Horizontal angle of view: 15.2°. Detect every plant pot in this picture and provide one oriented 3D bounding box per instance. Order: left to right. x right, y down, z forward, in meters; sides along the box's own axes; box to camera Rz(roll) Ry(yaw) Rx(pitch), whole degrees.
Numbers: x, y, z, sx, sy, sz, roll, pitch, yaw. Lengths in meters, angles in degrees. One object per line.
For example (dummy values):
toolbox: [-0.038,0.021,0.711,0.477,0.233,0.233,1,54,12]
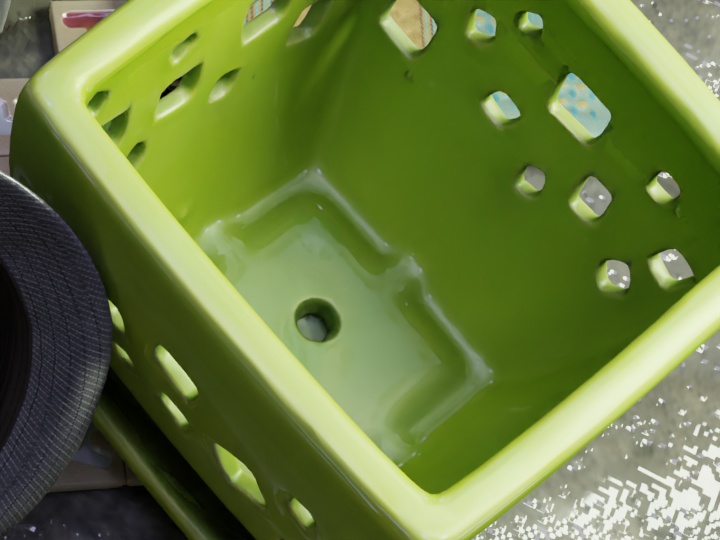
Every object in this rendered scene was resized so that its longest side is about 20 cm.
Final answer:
plant pot: [0.000,0.000,0.926,0.200,0.182,0.199,-37,80,-28]

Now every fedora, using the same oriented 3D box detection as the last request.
fedora: [-0.175,0.013,0.883,0.176,0.200,0.090,17,31,-19]

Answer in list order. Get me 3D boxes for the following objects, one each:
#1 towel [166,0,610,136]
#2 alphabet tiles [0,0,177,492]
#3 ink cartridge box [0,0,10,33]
towel: [0.010,-0.120,1.086,0.199,0.022,0.147,8,61,-15]
alphabet tiles: [-0.056,-0.016,1.025,0.167,0.008,0.201,-3,66,-19]
ink cartridge box: [-0.192,-0.152,1.014,0.199,0.068,0.117,0,65,-17]
